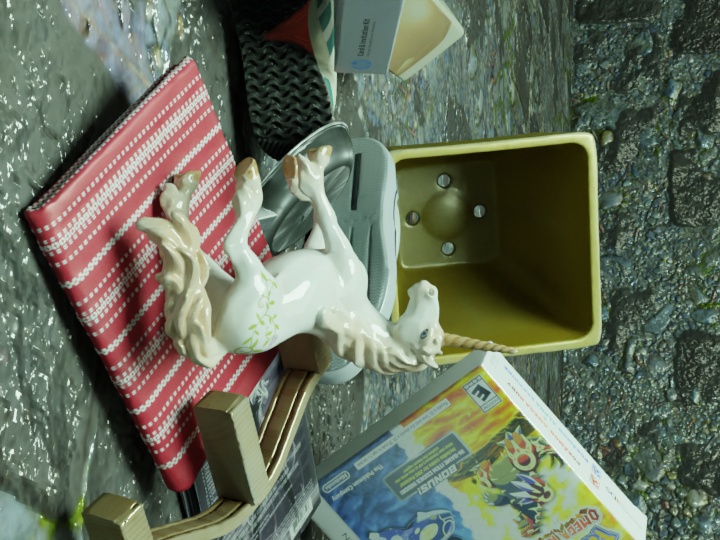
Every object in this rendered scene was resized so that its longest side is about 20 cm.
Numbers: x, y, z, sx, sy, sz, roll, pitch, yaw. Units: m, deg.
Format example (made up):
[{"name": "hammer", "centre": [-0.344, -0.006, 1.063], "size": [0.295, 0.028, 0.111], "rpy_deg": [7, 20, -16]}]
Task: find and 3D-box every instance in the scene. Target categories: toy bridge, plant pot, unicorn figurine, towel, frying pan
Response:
[{"name": "toy bridge", "centre": [-0.070, 0.098, 0.641], "size": [0.200, 0.027, 0.067], "rpy_deg": [-45, 132, -49]}, {"name": "plant pot", "centre": [0.103, -0.036, 1.125], "size": [0.200, 0.193, 0.196], "rpy_deg": [-125, -150, -76]}, {"name": "unicorn figurine", "centre": [-0.028, 0.003, 0.641], "size": [0.199, 0.074, 0.138], "rpy_deg": [-15, 94, -29]}, {"name": "towel", "centre": [-0.099, 0.006, 0.639], "size": [0.145, 0.022, 0.200], "rpy_deg": [-57, 141, -41]}, {"name": "frying pan", "centre": [-0.052, -0.050, 0.743], "size": [0.115, 0.031, 0.190], "rpy_deg": [-50, 170, 9]}]

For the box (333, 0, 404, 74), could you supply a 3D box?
[{"name": "box", "centre": [0.005, -0.249, 0.744], "size": [0.156, 0.041, 0.201], "rpy_deg": [107, -16, -74]}]

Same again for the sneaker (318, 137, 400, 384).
[{"name": "sneaker", "centre": [0.000, 0.000, 0.836], "size": [0.071, 0.073, 0.201], "rpy_deg": [67, 29, -51]}]

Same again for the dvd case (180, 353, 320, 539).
[{"name": "dvd case", "centre": [-0.074, 0.115, 0.765], "size": [0.149, 0.016, 0.201], "rpy_deg": [-51, 139, -54]}]

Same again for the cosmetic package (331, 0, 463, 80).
[{"name": "cosmetic package", "centre": [0.010, -0.225, 0.933], "size": [0.105, 0.071, 0.200], "rpy_deg": [55, 13, 11]}]

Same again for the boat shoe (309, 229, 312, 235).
[{"name": "boat shoe", "centre": [-0.007, -0.004, 0.944], "size": [0.200, 0.067, 0.072], "rpy_deg": [-71, 155, -51]}]

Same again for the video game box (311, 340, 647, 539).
[{"name": "video game box", "centre": [0.079, 0.180, 0.884], "size": [0.182, 0.200, 0.047], "rpy_deg": [47, 26, -8]}]

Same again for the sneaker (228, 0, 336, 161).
[{"name": "sneaker", "centre": [-0.054, -0.177, 0.816], "size": [0.093, 0.070, 0.201], "rpy_deg": [-103, -172, -80]}]
